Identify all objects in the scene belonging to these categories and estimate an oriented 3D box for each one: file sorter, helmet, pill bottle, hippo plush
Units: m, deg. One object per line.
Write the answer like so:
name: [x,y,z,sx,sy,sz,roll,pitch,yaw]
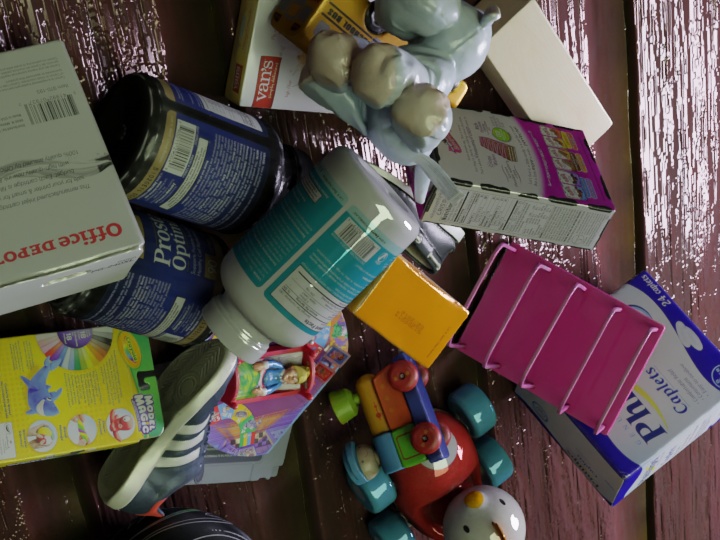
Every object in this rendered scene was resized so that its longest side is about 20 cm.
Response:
file sorter: [0.212,0.074,1.605,0.140,0.199,0.125,-62,166,5]
helmet: [-0.181,0.339,1.488,0.191,0.198,0.201,-47,133,-36]
pill bottle: [-0.224,-0.003,1.347,0.199,0.112,0.113,18,101,-39]
pill bottle: [-0.050,-0.008,1.316,0.200,0.111,0.111,-43,130,8]
hippo plush: [0.062,-0.183,1.292,0.200,0.159,0.161,41,76,-20]
pill bottle: [-0.142,-0.099,1.348,0.199,0.112,0.113,19,100,-38]

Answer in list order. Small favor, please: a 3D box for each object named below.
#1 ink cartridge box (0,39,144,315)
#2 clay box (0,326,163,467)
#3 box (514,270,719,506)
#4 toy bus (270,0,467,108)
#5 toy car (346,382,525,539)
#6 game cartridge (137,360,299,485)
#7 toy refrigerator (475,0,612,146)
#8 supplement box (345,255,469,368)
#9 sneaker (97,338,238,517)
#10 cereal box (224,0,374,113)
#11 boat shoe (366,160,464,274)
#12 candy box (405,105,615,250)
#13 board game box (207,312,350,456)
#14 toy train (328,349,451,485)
ink cartridge box: [-0.285,-0.074,1.216,0.144,0.083,0.202,-17,75,-27]
clay box: [-0.289,0.117,1.365,0.198,0.047,0.116,-5,79,-32]
box: [0.317,0.138,1.728,0.199,0.184,0.105,-35,161,-16]
toy bus: [0.013,-0.207,1.391,0.199,0.065,0.079,34,91,-39]
toy car: [0.121,0.265,1.650,0.184,0.200,0.178,-34,130,-17]
game cartridge: [-0.160,0.157,1.517,0.198,0.041,0.134,3,113,-36]
toy refrigerator: [0.185,-0.209,1.563,0.076,0.070,0.200,-43,129,-1]
supplement box: [0.000,0.000,1.445,0.074,0.200,0.126,-53,131,0]
sneaker: [-0.173,0.159,1.442,0.084,0.075,0.201,33,101,-37]
cereal box: [-0.028,-0.227,1.423,0.198,0.039,0.145,-1,112,-34]
boat shoe: [0.036,-0.057,1.525,0.199,0.075,0.061,33,85,-39]
candy box: [0.148,-0.099,1.499,0.198,0.137,0.061,10,130,-19]
board game box: [-0.088,0.102,1.493,0.200,0.039,0.158,-50,128,-11]
toy train: [0.015,0.127,1.599,0.115,0.202,0.085,-22,172,10]
